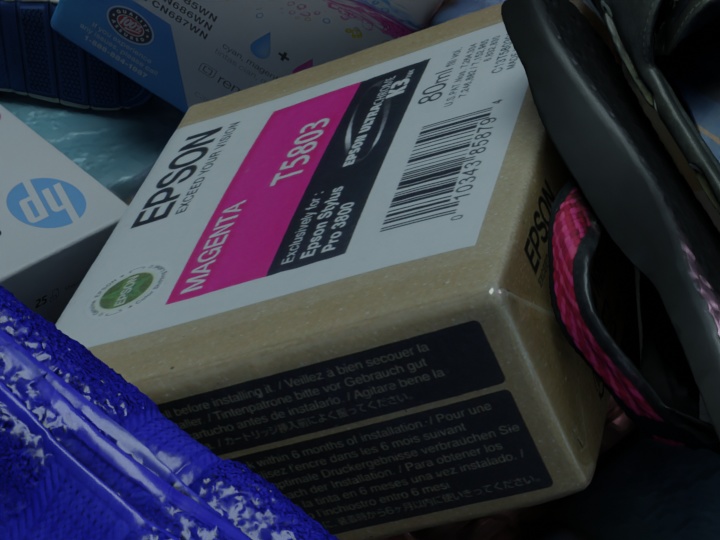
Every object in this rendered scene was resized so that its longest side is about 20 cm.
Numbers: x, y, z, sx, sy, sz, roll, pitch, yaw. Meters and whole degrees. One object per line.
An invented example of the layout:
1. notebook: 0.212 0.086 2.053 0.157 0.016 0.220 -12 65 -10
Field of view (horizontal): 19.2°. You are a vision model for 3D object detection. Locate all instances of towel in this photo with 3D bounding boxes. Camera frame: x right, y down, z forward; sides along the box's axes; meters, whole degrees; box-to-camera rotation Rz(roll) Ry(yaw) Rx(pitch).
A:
1. towel: -0.101 0.088 0.560 0.200 0.050 0.148 35 81 23

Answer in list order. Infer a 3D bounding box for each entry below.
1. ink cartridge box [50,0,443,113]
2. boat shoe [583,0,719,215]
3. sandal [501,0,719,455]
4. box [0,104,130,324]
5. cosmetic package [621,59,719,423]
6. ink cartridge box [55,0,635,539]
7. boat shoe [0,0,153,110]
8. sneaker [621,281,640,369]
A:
1. ink cartridge box: -0.010 -0.155 0.791 0.128 0.200 0.125 32 49 -2
2. boat shoe: 0.105 -0.072 0.608 0.068 0.057 0.201 -30 65 10
3. sandal: 0.078 0.004 0.587 0.045 0.075 0.200 -36 50 16
4. box: -0.200 -0.029 0.732 0.156 0.041 0.200 -29 55 -37
5. cosmetic package: 0.137 -0.055 0.663 0.105 0.071 0.201 -9 70 18
6. ink cartridge box: 0.000 0.000 0.675 0.164 0.075 0.200 -15 28 23
7. boat shoe: -0.165 -0.119 0.905 0.199 0.072 0.072 16 42 10
8. sneaker: 0.162 -0.013 0.734 0.199 0.070 0.090 4 47 15
